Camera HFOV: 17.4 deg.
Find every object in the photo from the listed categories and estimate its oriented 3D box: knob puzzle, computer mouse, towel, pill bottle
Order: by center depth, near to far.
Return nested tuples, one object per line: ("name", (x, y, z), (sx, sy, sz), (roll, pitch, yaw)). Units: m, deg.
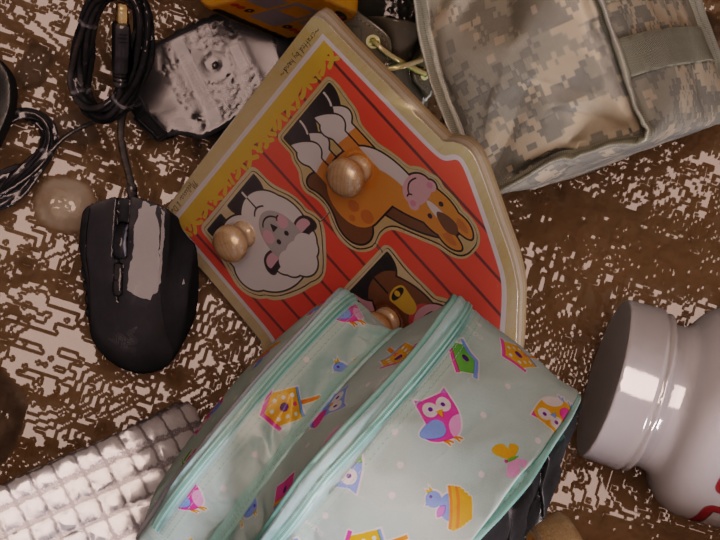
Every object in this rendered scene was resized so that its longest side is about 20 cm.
("knob puzzle", (0.000, 0.000, 1.166), (0.220, 0.219, 0.030), (53, 42, 0))
("towel", (-0.141, 0.178, 1.183), (0.199, 0.086, 0.166), (-25, 90, -9))
("computer mouse", (-0.120, -0.043, 1.186), (0.058, 0.034, 0.201), (-1, 105, 18))
("pill bottle", (0.218, 0.085, 1.212), (0.199, 0.112, 0.113), (18, 84, -5))
("computer mouse", (-0.127, -0.079, 1.233), (0.199, 0.034, 0.059), (-24, 86, -1))

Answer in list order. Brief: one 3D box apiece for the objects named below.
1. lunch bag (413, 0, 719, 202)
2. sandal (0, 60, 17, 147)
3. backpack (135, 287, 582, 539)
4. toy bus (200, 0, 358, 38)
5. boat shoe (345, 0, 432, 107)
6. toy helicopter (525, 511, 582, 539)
("lunch bag", (0.096, -0.150, 1.182), (0.117, 0.164, 0.201), (-21, 88, 24))
("sandal", (-0.237, -0.023, 1.196), (0.075, 0.048, 0.201), (18, 90, 10))
("backpack", (0.002, 0.099, 1.087), (0.153, 0.200, 0.176), (47, 53, -3))
("toy bus", (-0.046, -0.224, 1.203), (0.065, 0.078, 0.201), (16, 69, -48))
("boat shoe", (0.009, -0.128, 1.226), (0.072, 0.060, 0.203), (4, 85, -27))
("toy helicopter", (0.106, 0.194, 1.145), (0.079, 0.200, 0.133), (-20, 48, -8))
